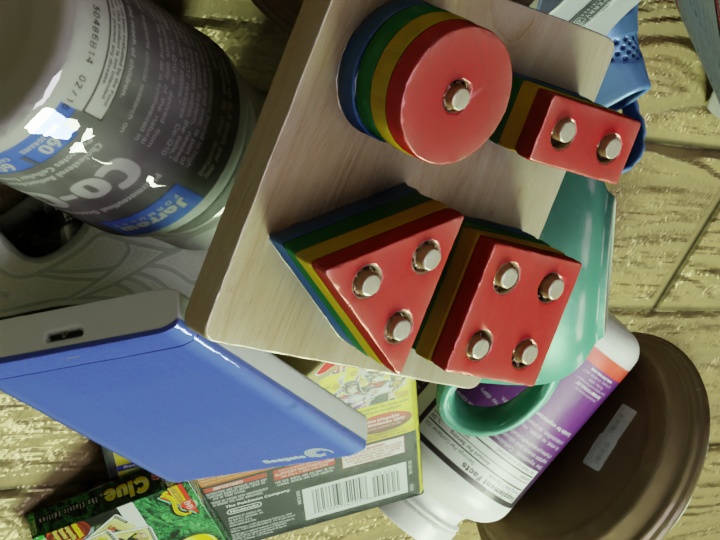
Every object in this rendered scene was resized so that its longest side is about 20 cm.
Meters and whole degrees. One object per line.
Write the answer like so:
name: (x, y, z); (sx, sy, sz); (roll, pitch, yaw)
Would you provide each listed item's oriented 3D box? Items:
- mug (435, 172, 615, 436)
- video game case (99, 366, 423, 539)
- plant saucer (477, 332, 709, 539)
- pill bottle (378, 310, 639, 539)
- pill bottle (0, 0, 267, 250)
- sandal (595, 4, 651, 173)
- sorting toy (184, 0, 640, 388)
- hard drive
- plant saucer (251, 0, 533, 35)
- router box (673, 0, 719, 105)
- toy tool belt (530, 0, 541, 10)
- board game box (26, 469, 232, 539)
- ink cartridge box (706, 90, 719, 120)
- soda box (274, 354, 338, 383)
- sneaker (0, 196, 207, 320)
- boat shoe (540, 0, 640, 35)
mug: (0.097, 0.002, 1.360); (0.185, 0.114, 0.152); (79, 17, -60)
video game case: (-0.061, 0.107, 1.386); (0.200, 0.026, 0.181); (-15, 140, -8)
plant saucer: (0.154, 0.128, 1.550); (0.029, 0.200, 0.200); (37, 97, -36)
pill bottle: (0.091, 0.092, 1.518); (0.200, 0.112, 0.112); (-50, 147, 6)
pill bottle: (-0.127, -0.082, 1.090); (0.114, 0.114, 0.200); (-51, 146, 8)
sandal: (0.151, -0.135, 1.368); (0.079, 0.087, 0.200); (-23, 139, -29)
sorting toy: (0.039, -0.037, 1.087); (0.199, 0.070, 0.200); (13, 103, -44)
hard drive: (-0.100, 0.065, 1.167); (0.132, 0.025, 0.200); (-11, 154, 25)
plant saucer: (0.022, -0.200, 1.103); (0.200, 0.029, 0.201); (-3, 105, -12)
router box: (0.219, -0.177, 1.310); (0.049, 0.180, 0.200); (-19, 146, 3)
toy tool belt: (0.061, -0.151, 1.215); (0.123, 0.125, 0.200); (-1, 120, -42)
board game box: (-0.129, 0.196, 1.421); (0.105, 0.023, 0.200); (-23, 140, 1)
ink cartridge box: (0.298, -0.144, 1.466); (0.115, 0.068, 0.200); (-47, 173, 0)
soda box: (0.000, 0.000, 1.243); (0.200, 0.064, 0.068); (-39, 172, 24)
sneaker: (-0.139, -0.009, 1.199); (0.200, 0.075, 0.081); (-14, 127, -39)
boat shoe: (0.110, -0.168, 1.288); (0.072, 0.066, 0.200); (5, 150, -33)
